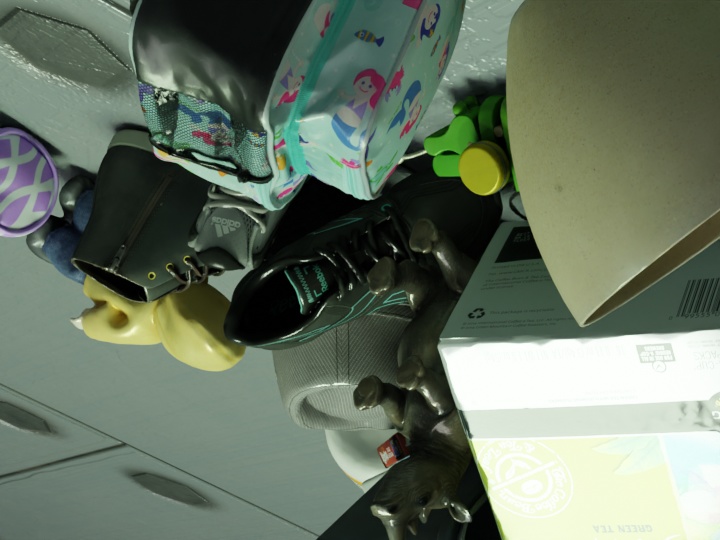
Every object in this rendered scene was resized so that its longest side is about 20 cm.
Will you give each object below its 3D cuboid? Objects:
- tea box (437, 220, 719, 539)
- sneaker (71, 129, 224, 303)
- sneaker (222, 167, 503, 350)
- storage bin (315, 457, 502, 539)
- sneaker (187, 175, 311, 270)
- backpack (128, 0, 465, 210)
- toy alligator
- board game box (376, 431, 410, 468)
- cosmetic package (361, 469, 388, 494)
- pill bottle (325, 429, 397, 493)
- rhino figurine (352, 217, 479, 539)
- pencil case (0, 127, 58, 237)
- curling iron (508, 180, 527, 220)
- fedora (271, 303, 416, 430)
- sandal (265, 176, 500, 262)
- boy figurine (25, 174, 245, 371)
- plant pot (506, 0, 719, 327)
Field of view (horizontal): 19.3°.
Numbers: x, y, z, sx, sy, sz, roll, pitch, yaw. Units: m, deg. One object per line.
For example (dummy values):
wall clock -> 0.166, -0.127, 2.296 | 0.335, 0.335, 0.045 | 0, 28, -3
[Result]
tea box -> 0.178, 0.078, 1.253 | 0.198, 0.134, 0.198 | -5, 122, 28
sneaker -> -0.096, -0.014, 1.468 | 0.198, 0.107, 0.075 | 18, 160, 3
sneaker -> 0.000, 0.000, 1.334 | 0.199, 0.076, 0.079 | -30, 178, 16
storage bin -> 0.059, 0.196, 1.389 | 0.133, 0.200, 0.147 | -7, 105, 30
sneaker -> -0.067, -0.060, 1.304 | 0.074, 0.116, 0.200 | 19, 161, 10
backpack -> -0.030, -0.120, 1.029 | 0.149, 0.179, 0.200 | 25, 164, 0
toy alligator -> 0.077, -0.078, 1.224 | 0.199, 0.059, 0.055 | 10, 115, 36
board game box -> 0.066, 0.107, 1.500 | 0.102, 0.020, 0.200 | -24, 174, -6
cosmetic package -> 0.110, 0.158, 1.567 | 0.199, 0.102, 0.074 | -27, 176, 25
pill bottle -> 0.054, 0.155, 1.755 | 0.115, 0.117, 0.200 | 10, 158, 26
rhino figurine -> 0.042, 0.077, 1.278 | 0.059, 0.202, 0.087 | -7, 157, 41
pencil case -> -0.308, -0.057, 1.592 | 0.084, 0.086, 0.199 | 40, 154, -31
curling iron -> 0.147, -0.056, 1.243 | 0.049, 0.026, 0.200 | 24, 160, -20
fedora -> -0.002, 0.068, 1.541 | 0.175, 0.091, 0.200 | 1, 166, 1
sandal -> 0.008, -0.014, 1.416 | 0.198, 0.076, 0.045 | 14, 152, 9
boy figurine -> -0.153, 0.003, 1.535 | 0.199, 0.125, 0.064 | 33, 172, 33
plant pot -> 0.143, -0.087, 0.976 | 0.135, 0.199, 0.200 | 54, 162, 8
